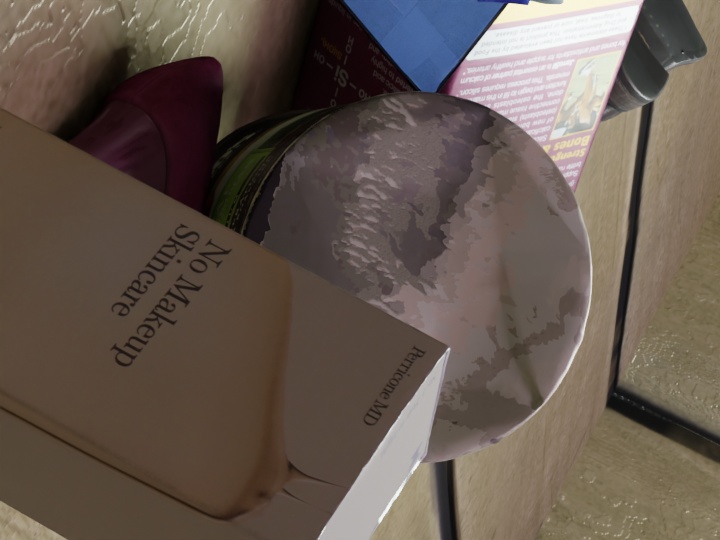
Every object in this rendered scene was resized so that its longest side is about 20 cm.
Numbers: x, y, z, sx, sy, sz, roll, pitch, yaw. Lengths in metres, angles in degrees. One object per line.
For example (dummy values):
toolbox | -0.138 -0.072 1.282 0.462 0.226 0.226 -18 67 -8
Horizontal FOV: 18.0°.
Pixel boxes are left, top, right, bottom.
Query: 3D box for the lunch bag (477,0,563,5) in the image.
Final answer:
lunch bag | 0.052 -0.181 0.824 0.200 0.082 0.162 31 64 -85

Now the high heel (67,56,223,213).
high heel | -0.088 0.006 0.969 0.096 0.067 0.201 -39 151 -37

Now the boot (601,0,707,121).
boot | 0.117 -0.115 1.429 0.174 0.069 0.200 -27 -172 31

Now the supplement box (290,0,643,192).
supplement box | 0.046 -0.086 1.159 0.130 0.103 0.201 -14 134 -41

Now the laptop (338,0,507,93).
laptop | 0.035 -0.216 0.936 0.187 0.115 0.201 -53 163 -41

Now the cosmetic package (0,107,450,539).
cosmetic package | -0.082 0.033 0.769 0.104 0.199 0.073 -54 164 -35

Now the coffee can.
coffee can | 0.000 0.000 0.978 0.147 0.146 0.200 -63 -167 -5
